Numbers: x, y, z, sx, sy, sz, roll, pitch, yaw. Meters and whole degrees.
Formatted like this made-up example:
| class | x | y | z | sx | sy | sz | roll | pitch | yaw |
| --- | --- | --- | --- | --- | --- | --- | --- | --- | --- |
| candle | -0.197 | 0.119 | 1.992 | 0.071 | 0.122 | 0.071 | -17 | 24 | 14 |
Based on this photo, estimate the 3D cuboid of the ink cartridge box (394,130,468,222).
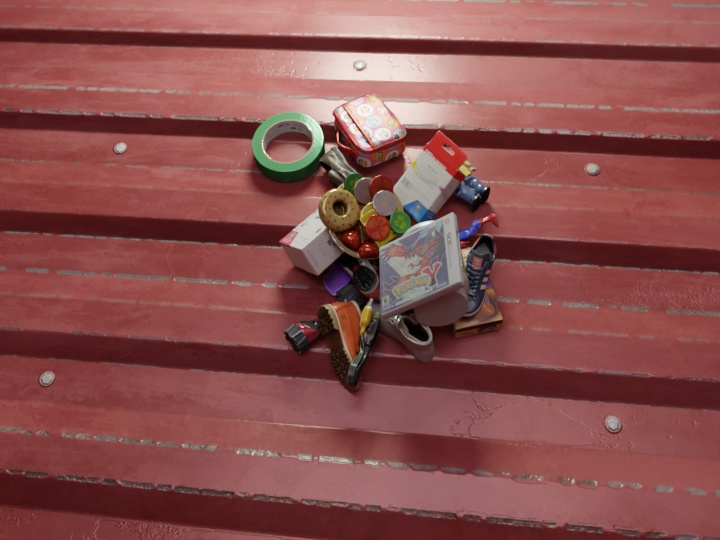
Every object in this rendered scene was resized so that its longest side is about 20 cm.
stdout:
| class | x | y | z | sx | sy | sz | roll | pitch | yaw |
| --- | --- | --- | --- | --- | --- | --- | --- | --- | --- |
| ink cartridge box | 0.180 | -0.231 | 1.747 | 0.116 | 0.067 | 0.201 | 45 | 104 | 24 |

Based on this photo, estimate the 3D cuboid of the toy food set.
| class | x | y | z | sx | sy | sz | roll | pitch | yaw |
| --- | --- | --- | --- | --- | --- | --- | --- | --- | --- |
| toy food set | 0.014 | -0.128 | 1.614 | 0.196 | 0.049 | 0.202 | -36 | 87 | -17 |

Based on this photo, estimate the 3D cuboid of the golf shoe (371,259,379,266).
| class | x | y | z | sx | sy | sz | roll | pitch | yaw |
| --- | --- | --- | --- | --- | --- | --- | --- | --- | --- |
| golf shoe | 0.093 | -0.013 | 1.683 | 0.087 | 0.078 | 0.201 | -30 | 73 | -36 |

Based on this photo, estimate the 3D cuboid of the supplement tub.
| class | x | y | z | sx | sy | sz | roll | pitch | yaw |
| --- | --- | --- | --- | --- | --- | --- | --- | --- | --- |
| supplement tub | 0.165 | 0.006 | 1.558 | 0.140 | 0.146 | 0.203 | -7 | 50 | 0 |

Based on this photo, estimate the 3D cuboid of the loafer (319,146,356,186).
| class | x | y | z | sx | sy | sz | roll | pitch | yaw |
| --- | --- | --- | --- | --- | --- | --- | --- | --- | --- |
| loafer | -0.047 | -0.238 | 1.822 | 0.070 | 0.074 | 0.201 | -29 | 54 | -7 |

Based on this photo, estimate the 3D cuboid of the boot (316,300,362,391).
| class | x | y | z | sx | sy | sz | roll | pitch | yaw |
| --- | --- | --- | --- | --- | --- | --- | --- | --- | --- |
| boot | -0.021 | 0.167 | 1.586 | 0.106 | 0.074 | 0.205 | -13 | 85 | -40 |

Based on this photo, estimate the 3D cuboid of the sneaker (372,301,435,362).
| class | x | y | z | sx | sy | sz | roll | pitch | yaw |
| --- | --- | --- | --- | --- | --- | --- | --- | --- | --- |
| sneaker | 0.092 | 0.115 | 1.592 | 0.199 | 0.116 | 0.074 | 37 | 71 | 22 |

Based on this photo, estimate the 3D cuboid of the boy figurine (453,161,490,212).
| class | x | y | z | sx | sy | sz | roll | pitch | yaw |
| --- | --- | --- | --- | --- | --- | --- | --- | --- | --- |
| boy figurine | 0.238 | -0.239 | 1.802 | 0.124 | 0.065 | 0.199 | -42 | 66 | -17 |

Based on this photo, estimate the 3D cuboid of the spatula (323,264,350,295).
| class | x | y | z | sx | sy | sz | roll | pitch | yaw |
| --- | --- | --- | --- | --- | --- | --- | --- | --- | --- |
| spatula | -0.008 | -0.017 | 1.721 | 0.199 | 0.021 | 0.057 | -38 | 71 | -19 |

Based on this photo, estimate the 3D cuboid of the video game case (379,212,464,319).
| class | x | y | z | sx | sy | sz | roll | pitch | yaw |
| --- | --- | --- | --- | --- | --- | --- | --- | --- | --- |
| video game case | 0.125 | -0.010 | 1.479 | 0.197 | 0.023 | 0.186 | -25 | 47 | 29 |

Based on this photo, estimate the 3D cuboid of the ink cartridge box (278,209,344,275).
| class | x | y | z | sx | sy | sz | roll | pitch | yaw |
| --- | --- | --- | --- | --- | --- | --- | --- | --- | --- |
| ink cartridge box | -0.081 | -0.092 | 1.695 | 0.199 | 0.084 | 0.146 | -42 | 26 | -17 |

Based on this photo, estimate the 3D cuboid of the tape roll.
| class | x | y | z | sx | sy | sz | roll | pitch | yaw |
| --- | --- | --- | --- | --- | --- | --- | --- | --- | --- |
| tape roll | -0.195 | -0.337 | 1.893 | 0.195 | 0.048 | 0.205 | -2 | 62 | 4 |

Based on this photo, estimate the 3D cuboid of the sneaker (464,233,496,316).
| class | x | y | z | sx | sy | sz | roll | pitch | yaw |
| --- | --- | --- | --- | --- | --- | --- | --- | --- | --- |
| sneaker | 0.262 | 0.005 | 1.593 | 0.073 | 0.085 | 0.204 | 14 | 63 | 12 |

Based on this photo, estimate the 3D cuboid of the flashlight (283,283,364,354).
| class | x | y | z | sx | sy | sz | roll | pitch | yaw |
| --- | --- | --- | --- | --- | --- | --- | --- | --- | --- |
| flashlight | -0.088 | 0.108 | 1.638 | 0.199 | 0.069 | 0.067 | -41 | 30 | -19 |

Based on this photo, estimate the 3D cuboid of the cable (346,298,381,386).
| class | x | y | z | sx | sy | sz | roll | pitch | yaw |
| --- | --- | --- | --- | --- | --- | --- | --- | --- | --- |
| cable | 0.002 | 0.169 | 1.552 | 0.049 | 0.098 | 0.203 | 16 | 62 | 15 |

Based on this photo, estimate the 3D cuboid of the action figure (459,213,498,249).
| class | x | y | z | sx | sy | sz | roll | pitch | yaw |
| --- | --- | --- | --- | --- | --- | --- | --- | --- | --- |
| action figure | 0.243 | -0.081 | 1.713 | 0.196 | 0.066 | 0.053 | -21 | 101 | 8 |

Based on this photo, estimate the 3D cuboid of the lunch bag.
| class | x | y | z | sx | sy | sz | roll | pitch | yaw |
| --- | --- | --- | --- | --- | --- | --- | --- | --- | --- |
| lunch bag | 0.013 | -0.372 | 1.870 | 0.173 | 0.083 | 0.202 | -24 | 59 | -17 |

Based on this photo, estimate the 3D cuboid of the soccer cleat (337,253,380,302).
| class | x | y | z | sx | sy | sz | roll | pitch | yaw |
| --- | --- | --- | --- | --- | --- | --- | --- | --- | --- |
| soccer cleat | 0.000 | 0.000 | 1.668 | 0.068 | 0.073 | 0.201 | -37 | 44 | 2 |

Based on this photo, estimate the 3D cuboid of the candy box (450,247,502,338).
| class | x | y | z | sx | sy | sz | roll | pitch | yaw |
| --- | --- | --- | --- | --- | --- | --- | --- | --- | --- |
| candy box | 0.254 | 0.049 | 1.650 | 0.114 | 0.057 | 0.204 | -11 | 60 | -1 |
